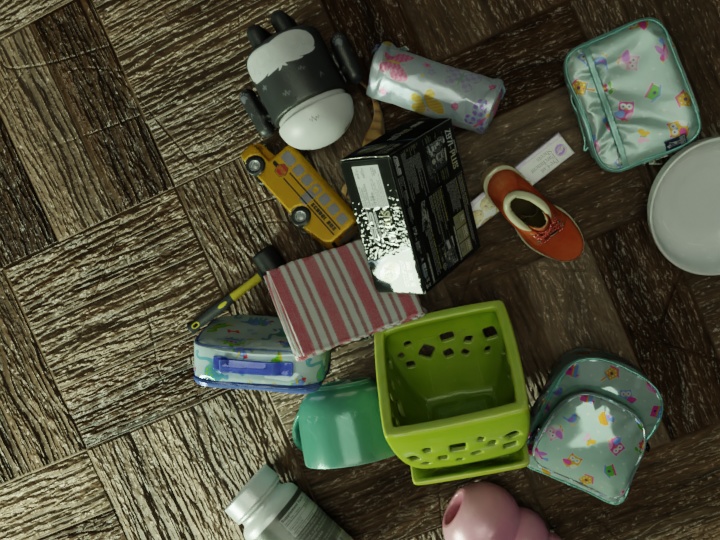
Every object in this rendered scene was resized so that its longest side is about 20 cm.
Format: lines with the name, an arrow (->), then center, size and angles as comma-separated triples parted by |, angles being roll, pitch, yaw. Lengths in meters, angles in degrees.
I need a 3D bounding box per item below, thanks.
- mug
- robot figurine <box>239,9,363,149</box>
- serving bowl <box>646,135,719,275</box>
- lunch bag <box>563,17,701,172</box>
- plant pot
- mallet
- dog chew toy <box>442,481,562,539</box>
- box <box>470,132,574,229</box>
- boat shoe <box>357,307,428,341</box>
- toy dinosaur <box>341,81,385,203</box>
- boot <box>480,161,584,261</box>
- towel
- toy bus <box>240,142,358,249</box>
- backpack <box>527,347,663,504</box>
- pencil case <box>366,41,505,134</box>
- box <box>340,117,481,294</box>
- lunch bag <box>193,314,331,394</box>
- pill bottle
mug -> -0.032, 0.226, 1.259 | 0.184, 0.152, 0.115 | -9, 88, 11
robot figurine -> -0.090, -0.275, 1.221 | 0.150, 0.125, 0.200 | -31, 85, 52
serving bowl -> 0.498, -0.098, 1.178 | 0.199, 0.066, 0.201 | 0, 111, -1
lunch bag -> 0.379, -0.241, 1.182 | 0.160, 0.077, 0.200 | -21, 93, 10
plant pot -> 0.139, 0.188, 1.195 | 0.198, 0.200, 0.182 | -12, 134, 8
mallet -> -0.191, 0.046, 1.322 | 0.200, 0.041, 0.066 | -43, 92, 15
dog chew toy -> 0.226, 0.407, 1.264 | 0.200, 0.125, 0.125 | 30, 100, -5
box -> 0.224, -0.127, 1.237 | 0.200, 0.039, 0.041 | -38, 93, 10
boat shoe -> 0.001, 0.074, 1.259 | 0.199, 0.072, 0.071 | 8, 68, -3
toy dinosaur -> 0.026, -0.192, 1.239 | 0.106, 0.060, 0.201 | 22, 70, -26
boot -> 0.258, -0.064, 1.187 | 0.200, 0.107, 0.075 | 36, 104, -24
towel -> -0.024, 0.036, 1.205 | 0.200, 0.030, 0.147 | -19, 67, -14
toy bus -> -0.091, -0.118, 1.256 | 0.078, 0.065, 0.200 | -42, 78, -1
backpack -> 0.338, 0.218, 1.209 | 0.175, 0.153, 0.200 | 24, 92, 10
pencil case -> 0.107, -0.267, 1.217 | 0.200, 0.091, 0.083 | 21, 139, 6
box -> 0.074, -0.091, 1.163 | 0.086, 0.164, 0.200 | 1, 117, 40
lunch bag -> -0.146, 0.126, 1.255 | 0.199, 0.161, 0.083 | 3, 103, 2
pill bottle -> -0.110, 0.410, 1.311 | 0.200, 0.114, 0.114 | 42, 100, 2
